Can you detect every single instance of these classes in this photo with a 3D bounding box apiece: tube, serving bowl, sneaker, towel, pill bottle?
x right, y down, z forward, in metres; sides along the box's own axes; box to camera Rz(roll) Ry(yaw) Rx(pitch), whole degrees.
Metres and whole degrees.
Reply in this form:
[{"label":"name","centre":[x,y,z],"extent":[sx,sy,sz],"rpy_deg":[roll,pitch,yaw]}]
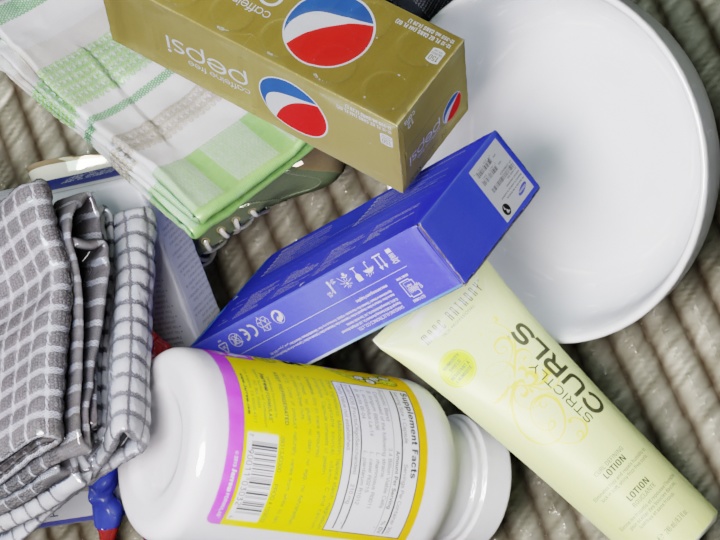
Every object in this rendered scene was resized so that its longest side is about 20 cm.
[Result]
[{"label":"tube","centre":[0.103,0.080,1.421],"extent":[0.200,0.058,0.052],"rpy_deg":[45,130,4]},{"label":"serving bowl","centre":[0.112,-0.063,1.447],"extent":[0.199,0.066,0.201],"rpy_deg":[7,103,32]},{"label":"sneaker","centre":[-0.099,-0.028,1.543],"extent":[0.199,0.067,0.090],"rpy_deg":[-5,88,21]},{"label":"towel","centre":[-0.102,-0.121,1.477],"extent":[0.149,0.031,0.200],"rpy_deg":[-40,60,-18]},{"label":"pill bottle","centre":[-0.021,0.104,1.416],"extent":[0.104,0.199,0.105],"rpy_deg":[-26,59,55]},{"label":"towel","centre":[-0.198,0.060,1.419],"extent":[0.200,0.085,0.166],"rpy_deg":[-33,44,37]}]

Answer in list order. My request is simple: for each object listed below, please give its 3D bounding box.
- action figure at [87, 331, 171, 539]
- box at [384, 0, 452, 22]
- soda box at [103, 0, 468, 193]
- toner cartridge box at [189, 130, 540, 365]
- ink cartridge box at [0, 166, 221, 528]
[{"label":"action figure","centre":[-0.144,0.108,1.475],"extent":[0.065,0.099,0.201],"rpy_deg":[10,113,20]},{"label":"box","centre":[-0.010,-0.214,1.454],"extent":[0.148,0.200,0.107],"rpy_deg":[29,88,22]},{"label":"soda box","centre":[-0.043,-0.124,1.424],"extent":[0.200,0.064,0.068],"rpy_deg":[28,64,21]},{"label":"toner cartridge box","centre":[0.000,0.000,1.433],"extent":[0.200,0.095,0.043],"rpy_deg":[-28,105,45]},{"label":"ink cartridge box","centre":[-0.169,0.047,1.536],"extent":[0.196,0.043,0.201],"rpy_deg":[-10,109,27]}]
